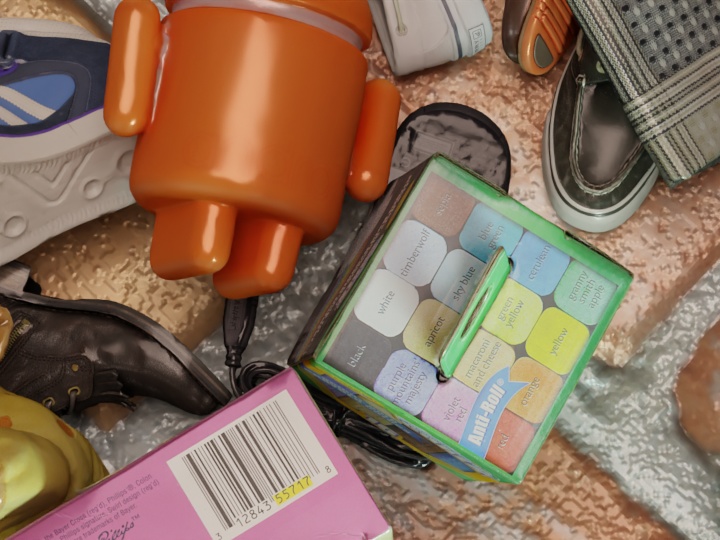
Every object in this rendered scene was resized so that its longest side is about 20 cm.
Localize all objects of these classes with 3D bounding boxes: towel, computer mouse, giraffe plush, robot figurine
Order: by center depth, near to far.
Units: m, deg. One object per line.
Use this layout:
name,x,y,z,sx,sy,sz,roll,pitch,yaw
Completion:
giraffe plush,-0.218,0.074,1.393,0.199,0.173,0.163,-30,74,-23
robot figurine,-0.055,-0.088,1.460,0.143,0.117,0.202,8,79,11
towel,0.200,-0.168,1.527,0.199,0.035,0.193,-28,90,-29
computer mouse,0.000,0.000,1.529,0.139,0.046,0.202,13,84,-4

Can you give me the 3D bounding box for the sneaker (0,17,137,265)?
sneaker,-0.213,-0.075,1.519,0.199,0.081,0.147,-18,40,-20

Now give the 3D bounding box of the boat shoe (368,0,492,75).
boat shoe,0.006,-0.206,1.574,0.066,0.074,0.201,-24,75,-9

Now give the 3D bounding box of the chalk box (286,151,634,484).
chalk box,0.051,0.026,1.408,0.123,0.200,0.125,32,84,-5

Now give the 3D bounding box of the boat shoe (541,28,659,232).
boat shoe,0.149,-0.122,1.553,0.070,0.064,0.201,15,74,5

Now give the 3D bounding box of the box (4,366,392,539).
box,-0.080,0.155,1.403,0.175,0.200,0.097,-31,75,-7

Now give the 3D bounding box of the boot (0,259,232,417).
boot,-0.186,0.093,1.500,0.199,0.069,0.175,22,78,14

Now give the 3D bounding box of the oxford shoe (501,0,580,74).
oxford shoe,0.101,-0.204,1.585,0.072,0.071,0.201,5,66,21
